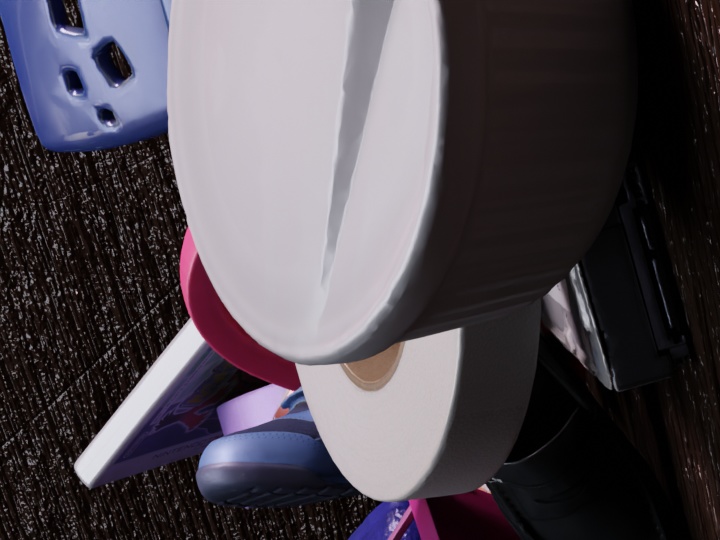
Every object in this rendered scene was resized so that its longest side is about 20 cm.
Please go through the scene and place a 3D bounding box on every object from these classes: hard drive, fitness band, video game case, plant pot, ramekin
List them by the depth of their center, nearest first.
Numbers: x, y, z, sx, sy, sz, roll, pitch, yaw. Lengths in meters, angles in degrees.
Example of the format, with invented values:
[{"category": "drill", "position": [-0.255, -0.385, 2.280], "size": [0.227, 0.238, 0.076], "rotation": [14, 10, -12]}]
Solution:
[{"category": "ramekin", "position": [0.015, -0.069, 0.913], "size": [0.202, 0.094, 0.204], "rotation": [5, 96, 61]}, {"category": "hard drive", "position": [0.084, -0.033, 1.069], "size": [0.200, 0.038, 0.140], "rotation": [-125, 18, -82]}, {"category": "plant pot", "position": [-0.052, -0.170, 1.206], "size": [0.179, 0.199, 0.201], "rotation": [13, 121, 56]}, {"category": "fitness band", "position": [0.000, 0.000, 1.346], "size": [0.199, 0.144, 0.037], "rotation": [20, -154, -31]}, {"category": "video game case", "position": [-0.061, 0.051, 1.591], "size": [0.023, 0.182, 0.200], "rotation": [53, 127, 18]}]

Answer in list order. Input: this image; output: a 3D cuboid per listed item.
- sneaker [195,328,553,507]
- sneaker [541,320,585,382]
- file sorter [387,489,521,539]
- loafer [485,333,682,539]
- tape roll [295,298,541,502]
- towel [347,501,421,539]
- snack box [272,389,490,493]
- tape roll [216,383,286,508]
[{"category": "sneaker", "position": [0.008, 0.060, 1.199], "size": [0.074, 0.199, 0.083], "rotation": [-16, 88, 56]}, {"category": "sneaker", "position": [0.081, -0.002, 1.285], "size": [0.087, 0.073, 0.201], "rotation": [13, 119, 59]}, {"category": "file sorter", "position": [0.075, 0.214, 1.205], "size": [0.126, 0.138, 0.200], "rotation": [-60, 23, 21]}, {"category": "loafer", "position": [0.078, 0.079, 1.146], "size": [0.201, 0.068, 0.070], "rotation": [56, -170, -7]}, {"category": "tape roll", "position": [0.015, -0.005, 1.075], "size": [0.203, 0.037, 0.204], "rotation": [175, 90, -68]}, {"category": "towel", "position": [-0.001, 0.234, 1.381], "size": [0.148, 0.049, 0.201], "rotation": [-46, 30, 41]}, {"category": "snack box", "position": [0.049, 0.111, 1.372], "size": [0.199, 0.024, 0.072], "rotation": [23, 177, 34]}, {"category": "tape roll", "position": [0.017, 0.084, 1.565], "size": [0.200, 0.199, 0.066], "rotation": [96, 158, -85]}]
